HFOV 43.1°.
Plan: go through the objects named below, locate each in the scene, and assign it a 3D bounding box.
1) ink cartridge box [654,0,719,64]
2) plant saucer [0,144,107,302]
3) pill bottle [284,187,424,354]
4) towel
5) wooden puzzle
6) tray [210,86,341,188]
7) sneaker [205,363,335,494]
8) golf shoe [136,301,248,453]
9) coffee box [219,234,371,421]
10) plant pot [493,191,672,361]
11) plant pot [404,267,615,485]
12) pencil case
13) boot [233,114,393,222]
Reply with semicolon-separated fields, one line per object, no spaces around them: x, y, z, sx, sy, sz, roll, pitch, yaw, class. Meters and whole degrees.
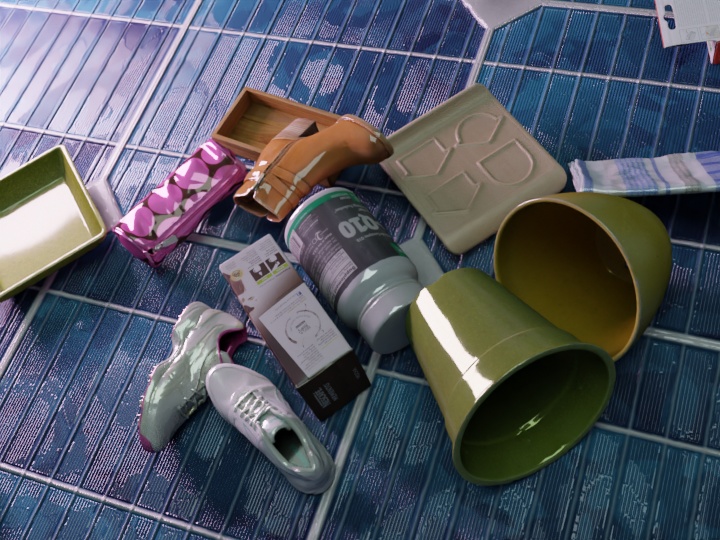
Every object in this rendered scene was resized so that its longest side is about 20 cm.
0.509;-0.341;1.246;0.199;0.050;0.109;-5;60;12;ink cartridge box
-0.473;-0.059;1.314;0.200;0.048;0.200;-32;59;-5;plant saucer
0.000;0.000;1.131;0.113;0.113;0.200;-34;59;-7;pill bottle
0.359;-0.118;1.118;0.199;0.024;0.147;-2;19;10;towel
0.145;-0.134;1.218;0.185;0.046;0.200;-32;63;-6;wooden puzzle
-0.106;-0.193;1.313;0.199;0.037;0.099;21;68;24;tray
-0.107;0.173;1.061;0.200;0.080;0.070;40;76;19;sneaker
-0.207;0.134;1.128;0.091;0.075;0.201;13;65;16;golf shoe
-0.080;0.069;1.110;0.080;0.113;0.200;-34;58;-7;coffee box
0.274;-0.008;1.044;0.142;0.201;0.200;-25;54;-34;plant pot
0.145;0.099;1.015;0.200;0.200;0.190;-30;45;-5;plant pot
-0.241;-0.092;1.258;0.200;0.091;0.094;-49;27;-13;pencil case
-0.063;-0.126;1.186;0.200;0.074;0.155;9;54;45;boot
